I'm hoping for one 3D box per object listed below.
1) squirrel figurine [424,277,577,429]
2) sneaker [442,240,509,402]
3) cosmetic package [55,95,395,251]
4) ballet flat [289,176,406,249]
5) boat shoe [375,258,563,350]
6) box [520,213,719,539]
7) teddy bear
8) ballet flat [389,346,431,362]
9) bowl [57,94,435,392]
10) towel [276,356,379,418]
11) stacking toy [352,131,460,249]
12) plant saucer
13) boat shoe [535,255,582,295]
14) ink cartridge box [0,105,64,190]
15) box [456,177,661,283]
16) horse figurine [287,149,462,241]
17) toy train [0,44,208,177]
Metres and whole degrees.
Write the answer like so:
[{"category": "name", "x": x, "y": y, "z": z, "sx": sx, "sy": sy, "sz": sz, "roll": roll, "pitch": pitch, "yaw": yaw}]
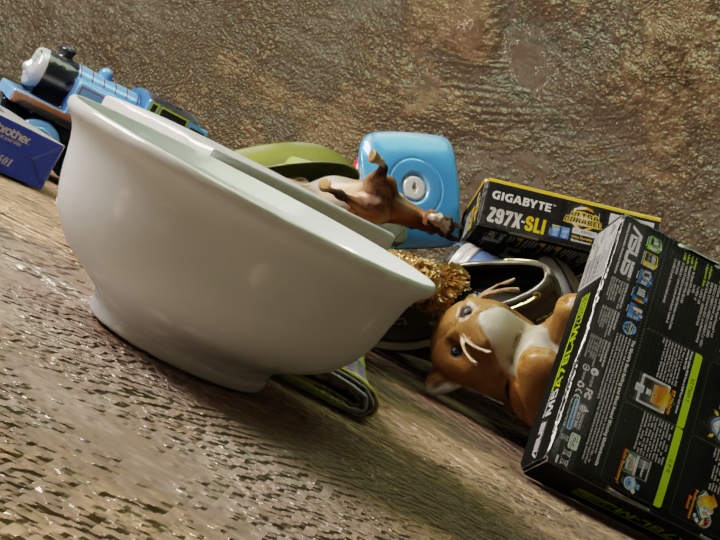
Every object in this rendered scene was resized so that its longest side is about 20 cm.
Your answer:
[{"category": "squirrel figurine", "x": 0.148, "y": 0.091, "z": 0.984, "sx": 0.187, "sy": 0.142, "sz": 0.200, "roll": 15, "pitch": -21, "yaw": 20}, {"category": "sneaker", "x": 0.137, "y": 0.062, "z": 1.187, "sx": 0.077, "sy": 0.076, "sz": 0.200, "roll": 18, "pitch": -33, "yaw": 43}, {"category": "cosmetic package", "x": -0.083, "y": -0.033, "z": 0.818, "sx": 0.113, "sy": 0.081, "sz": 0.200, "roll": 28, "pitch": 2, "yaw": 38}, {"category": "ballet flat", "x": -0.043, "y": -0.054, "z": 1.114, "sx": 0.200, "sy": 0.064, "sz": 0.067, "roll": 2, "pitch": 6, "yaw": -35}, {"category": "boat shoe", "x": 0.076, "y": 0.025, "z": 1.090, "sx": 0.202, "sy": 0.072, "sz": 0.060, "roll": -4, "pitch": -43, "yaw": 18}, {"category": "box", "x": 0.228, "y": 0.088, "z": 0.857, "sx": 0.193, "sy": 0.200, "sz": 0.048, "roll": 27, "pitch": -27, "yaw": -10}, {"category": "teddy bear", "x": 0.000, "y": 0.000, "z": 0.993, "sx": 0.200, "sy": 0.067, "sz": 0.145, "roll": 3, "pitch": 14, "yaw": -31}, {"category": "ballet flat", "x": 0.062, "y": 0.058, "z": 1.166, "sx": 0.200, "sy": 0.068, "sz": 0.072, "roll": 17, "pitch": -21, "yaw": 36}, {"category": "bowl", "x": -0.071, "y": -0.001, "z": 0.616, "sx": 0.201, "sy": 0.090, "sz": 0.201, "roll": 28, "pitch": 3, "yaw": -2}, {"category": "towel", "x": -0.055, "y": 0.039, "z": 0.780, "sx": 0.144, "sy": 0.023, "sz": 0.200, "roll": 27, "pitch": 3, "yaw": -3}, {"category": "stacking toy", "x": 0.010, "y": -0.068, "z": 1.293, "sx": 0.110, "sy": 0.116, "sz": 0.200, "roll": -1, "pitch": -6, "yaw": -26}, {"category": "plant saucer", "x": -0.100, "y": -0.078, "z": 1.161, "sx": 0.200, "sy": 0.031, "sz": 0.200, "roll": -13, "pitch": -10, "yaw": -2}, {"category": "boat shoe", "x": 0.231, "y": 0.050, "z": 1.173, "sx": 0.202, "sy": 0.086, "sz": 0.075, "roll": 58, "pitch": 1, "yaw": -32}, {"category": "ink cartridge box", "x": -0.335, "y": -0.132, "z": 1.041, "sx": 0.094, "sy": 0.044, "sz": 0.200, "roll": 28, "pitch": 1, "yaw": -45}, {"category": "box", "x": 0.178, "y": -0.031, "z": 1.182, "sx": 0.160, "sy": 0.049, "sz": 0.200, "roll": 12, "pitch": -7, "yaw": 1}, {"category": "horse figurine", "x": -0.032, "y": -0.056, "z": 1.003, "sx": 0.200, "sy": 0.050, "sz": 0.133, "roll": -5, "pitch": -15, "yaw": 22}, {"category": "toy train", "x": -0.245, "y": -0.130, "z": 1.164, "sx": 0.200, "sy": 0.114, "sz": 0.087, "roll": 26, "pitch": 2, "yaw": -29}]
